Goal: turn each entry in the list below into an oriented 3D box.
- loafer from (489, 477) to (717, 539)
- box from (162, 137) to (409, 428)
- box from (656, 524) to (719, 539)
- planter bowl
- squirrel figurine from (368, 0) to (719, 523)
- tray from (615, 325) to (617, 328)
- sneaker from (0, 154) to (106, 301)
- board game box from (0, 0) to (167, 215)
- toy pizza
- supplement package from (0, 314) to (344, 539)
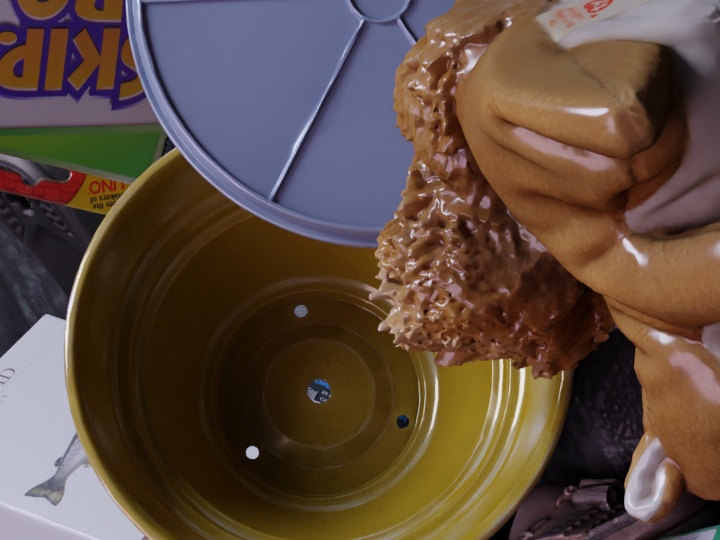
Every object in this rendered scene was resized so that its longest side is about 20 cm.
[{"bbox_3d":[0.081,0.129,1.001,0.200,0.072,0.063,-40,75,49],"label":"loafer"},{"bbox_3d":[0.000,0.000,0.960,0.199,0.046,0.159,27,128,13],"label":"box"},{"bbox_3d":[0.184,0.186,0.897,0.200,0.048,0.117,43,146,-17],"label":"box"},{"bbox_3d":[-0.017,0.040,0.881,0.201,0.200,0.083,50,167,12],"label":"planter bowl"},{"bbox_3d":[0.099,-0.010,0.769,0.200,0.141,0.187,6,126,45],"label":"squirrel figurine"},{"bbox_3d":[0.119,-0.075,0.890,0.107,0.022,0.200,45,135,15],"label":"tray"},{"bbox_3d":[-0.112,-0.029,1.104,0.076,0.114,0.200,4,141,37],"label":"sneaker"},{"bbox_3d":[-0.110,-0.123,0.888,0.030,0.095,0.201,43,117,64],"label":"board game box"},{"bbox_3d":[0.007,-0.107,0.858,0.201,0.200,0.032,56,175,6],"label":"toy pizza"},{"bbox_3d":[-0.091,0.120,0.991,0.199,0.117,0.118,15,136,30],"label":"supplement package"}]
